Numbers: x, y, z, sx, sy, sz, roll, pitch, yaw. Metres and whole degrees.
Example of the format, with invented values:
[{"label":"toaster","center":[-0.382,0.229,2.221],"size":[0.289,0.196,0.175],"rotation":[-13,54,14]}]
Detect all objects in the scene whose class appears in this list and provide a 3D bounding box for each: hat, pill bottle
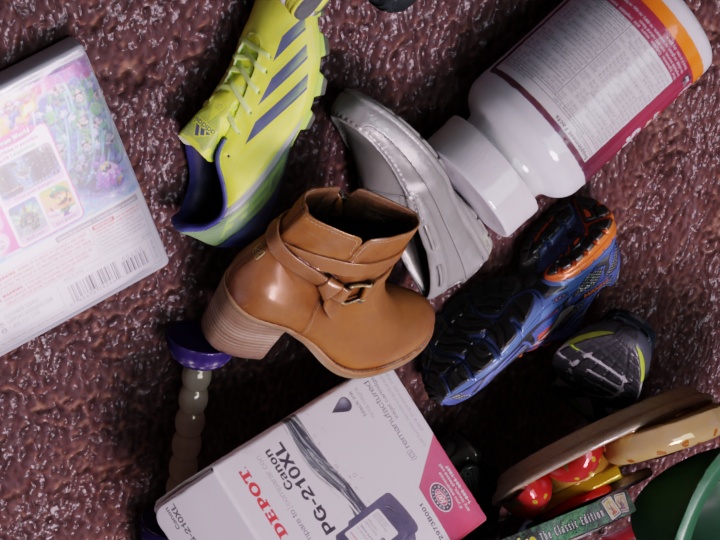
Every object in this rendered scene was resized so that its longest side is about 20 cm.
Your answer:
[{"label":"hat","center":[0.236,0.178,1.598],"size":[0.165,0.176,0.201],"rotation":[-5,115,-44]},{"label":"pill bottle","center":[0.148,-0.124,1.431],"size":[0.200,0.110,0.110],"rotation":[-43,130,-4]}]

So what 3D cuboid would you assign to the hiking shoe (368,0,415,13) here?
[{"label":"hiking shoe","center":[0.084,-0.247,1.345],"size":[0.200,0.074,0.087],"rotation":[-51,129,3]}]

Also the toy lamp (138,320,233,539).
[{"label":"toy lamp","center":[-0.126,0.138,1.441],"size":[0.058,0.058,0.201],"rotation":[-4,118,-30]}]

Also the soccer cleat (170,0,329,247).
[{"label":"soccer cleat","center":[-0.077,-0.107,1.330],"size":[0.083,0.065,0.201],"rotation":[2,115,-30]}]

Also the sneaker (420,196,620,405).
[{"label":"sneaker","center":[0.132,0.037,1.537],"size":[0.200,0.075,0.079],"rotation":[-41,133,-4]}]

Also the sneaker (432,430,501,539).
[{"label":"sneaker","center":[0.030,0.183,1.555],"size":[0.198,0.076,0.115],"rotation":[-9,118,-31]}]

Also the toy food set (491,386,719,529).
[{"label":"toy food set","center":[0.196,0.147,1.548],"size":[0.199,0.049,0.198],"rotation":[-27,168,5]}]

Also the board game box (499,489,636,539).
[{"label":"board game box","center":[0.111,0.216,1.510],"size":[0.199,0.024,0.105],"rotation":[-13,167,-43]}]

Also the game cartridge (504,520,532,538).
[{"label":"game cartridge","center":[0.108,0.311,1.653],"size":[0.200,0.038,0.130],"rotation":[-49,137,-27]}]

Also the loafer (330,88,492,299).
[{"label":"loafer","center":[0.030,-0.051,1.423],"size":[0.070,0.070,0.200],"rotation":[-46,132,-9]}]

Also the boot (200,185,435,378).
[{"label":"boot","center":[0.000,0.000,1.389],"size":[0.199,0.077,0.155],"rotation":[8,140,-31]}]

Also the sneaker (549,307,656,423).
[{"label":"sneaker","center":[0.195,0.063,1.553],"size":[0.081,0.074,0.200],"rotation":[-58,175,-12]}]

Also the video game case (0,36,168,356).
[{"label":"video game case","center":[-0.241,-0.032,1.297],"size":[0.199,0.024,0.183],"rotation":[-29,127,-14]}]

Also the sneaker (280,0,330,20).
[{"label":"sneaker","center":[-0.009,-0.260,1.281],"size":[0.084,0.074,0.200],"rotation":[36,73,0]}]

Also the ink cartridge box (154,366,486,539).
[{"label":"ink cartridge box","center":[-0.027,0.173,1.417],"size":[0.200,0.145,0.084],"rotation":[-29,175,-45]}]
